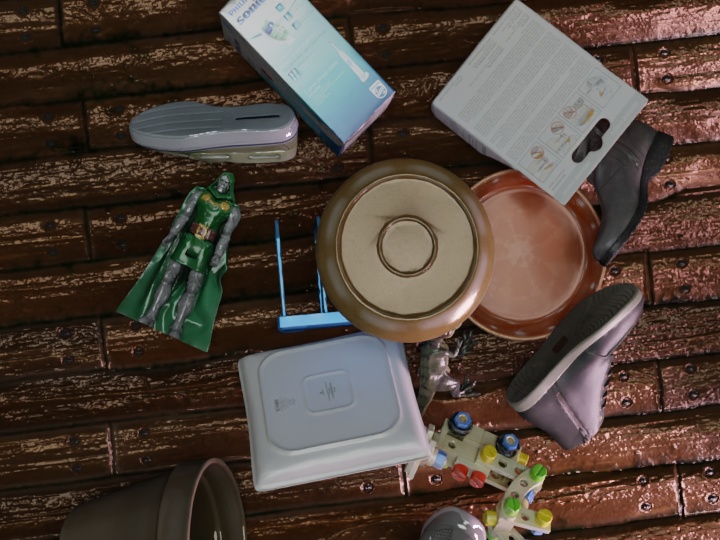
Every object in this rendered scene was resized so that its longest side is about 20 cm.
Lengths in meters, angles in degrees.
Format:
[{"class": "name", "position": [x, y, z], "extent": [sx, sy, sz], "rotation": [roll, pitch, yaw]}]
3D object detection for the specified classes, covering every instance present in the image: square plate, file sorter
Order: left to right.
[{"class": "square plate", "position": [-0.035, 0.146, 1.532], "extent": [0.195, 0.201, 0.029], "rotation": [-10, 133, -3]}, {"class": "file sorter", "position": [0.000, 0.000, 1.548], "extent": [0.197, 0.139, 0.125], "rotation": [-4, 86, -4]}]

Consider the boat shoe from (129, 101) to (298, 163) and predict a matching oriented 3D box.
[{"class": "boat shoe", "position": [-0.168, -0.151, 1.575], "extent": [0.197, 0.073, 0.063], "rotation": [1, 133, 8]}]

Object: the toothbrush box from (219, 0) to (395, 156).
[{"class": "toothbrush box", "position": [-0.062, -0.235, 1.542], "extent": [0.085, 0.146, 0.200], "rotation": [-43, 93, -3]}]

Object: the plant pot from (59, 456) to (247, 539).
[{"class": "plant pot", "position": [-0.235, 0.314, 1.518], "extent": [0.171, 0.200, 0.203], "rotation": [-5, 90, 13]}]

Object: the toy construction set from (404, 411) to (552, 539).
[{"class": "toy construction set", "position": [0.130, 0.234, 1.555], "extent": [0.199, 0.092, 0.132], "rotation": [33, 50, -10]}]

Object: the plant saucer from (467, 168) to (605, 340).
[{"class": "plant saucer", "position": [0.191, -0.019, 1.612], "extent": [0.197, 0.032, 0.204], "rotation": [0, 89, -4]}]

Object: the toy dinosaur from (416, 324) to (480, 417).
[{"class": "toy dinosaur", "position": [0.098, 0.120, 1.582], "extent": [0.087, 0.047, 0.202], "rotation": [-16, 131, -33]}]

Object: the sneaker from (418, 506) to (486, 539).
[{"class": "sneaker", "position": [0.078, 0.350, 1.530], "extent": [0.074, 0.082, 0.201], "rotation": [30, 122, 3]}]

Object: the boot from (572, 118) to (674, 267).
[{"class": "boot", "position": [0.272, -0.109, 1.587], "extent": [0.130, 0.070, 0.201], "rotation": [28, 60, -2]}]

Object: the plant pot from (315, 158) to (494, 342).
[{"class": "plant pot", "position": [0.050, -0.024, 1.474], "extent": [0.197, 0.027, 0.203], "rotation": [0, 83, -3]}]

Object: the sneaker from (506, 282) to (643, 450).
[{"class": "sneaker", "position": [0.271, 0.110, 1.585], "extent": [0.106, 0.075, 0.200], "rotation": [40, 101, -23]}]

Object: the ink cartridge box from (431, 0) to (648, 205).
[{"class": "ink cartridge box", "position": [0.205, -0.191, 1.584], "extent": [0.199, 0.057, 0.163], "rotation": [39, 87, 9]}]

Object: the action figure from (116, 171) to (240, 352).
[{"class": "action figure", "position": [-0.193, -0.022, 1.581], "extent": [0.117, 0.055, 0.202], "rotation": [23, 84, 0]}]
